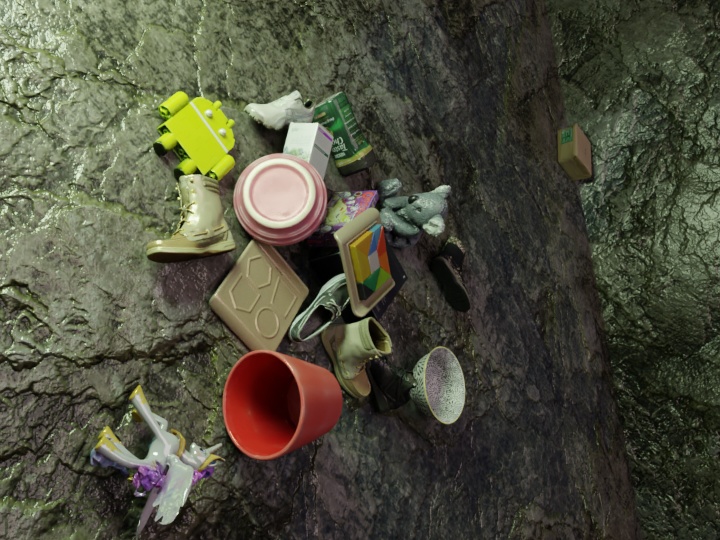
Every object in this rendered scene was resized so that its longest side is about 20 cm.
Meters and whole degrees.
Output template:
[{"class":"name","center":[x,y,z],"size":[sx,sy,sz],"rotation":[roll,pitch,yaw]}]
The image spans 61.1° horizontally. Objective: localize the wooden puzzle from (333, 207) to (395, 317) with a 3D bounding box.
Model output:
[{"class":"wooden puzzle","center":[0.019,-0.022,1.388],"size":[0.185,0.037,0.202],"rotation":[-41,121,-51]}]

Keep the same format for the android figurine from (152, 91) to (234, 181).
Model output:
[{"class":"android figurine","center":[-0.326,-0.271,1.233],"size":[0.183,0.041,0.201],"rotation":[56,44,-23]}]

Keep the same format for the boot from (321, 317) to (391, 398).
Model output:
[{"class":"boot","center":[0.010,0.204,1.405],"size":[0.072,0.154,0.201],"rotation":[-41,111,-48]}]

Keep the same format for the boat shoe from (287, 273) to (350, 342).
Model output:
[{"class":"boat shoe","center":[-0.073,0.089,1.344],"size":[0.200,0.071,0.072],"rotation":[-47,115,-16]}]

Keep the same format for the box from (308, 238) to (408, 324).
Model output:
[{"class":"box","center":[0.000,0.000,1.498],"size":[0.201,0.103,0.182],"rotation":[60,42,-19]}]

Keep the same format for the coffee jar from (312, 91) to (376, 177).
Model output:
[{"class":"coffee jar","center":[-0.044,-0.341,1.552],"size":[0.085,0.104,0.201],"rotation":[-47,115,-44]}]

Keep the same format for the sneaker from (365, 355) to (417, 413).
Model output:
[{"class":"sneaker","center":[0.073,0.243,1.496],"size":[0.076,0.113,0.201],"rotation":[-57,127,-77]}]

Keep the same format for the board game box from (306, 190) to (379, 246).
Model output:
[{"class":"board game box","center":[-0.040,-0.126,1.464],"size":[0.201,0.119,0.033],"rotation":[-64,150,-45]}]

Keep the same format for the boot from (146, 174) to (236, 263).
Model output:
[{"class":"boot","center":[-0.328,-0.100,1.147],"size":[0.199,0.072,0.157],"rotation":[-13,89,-54]}]

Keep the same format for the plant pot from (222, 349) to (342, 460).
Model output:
[{"class":"plant pot","center":[-0.138,0.257,1.193],"size":[0.177,0.199,0.203],"rotation":[14,67,-57]}]

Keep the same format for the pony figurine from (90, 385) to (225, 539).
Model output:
[{"class":"pony figurine","center":[-0.327,0.315,0.979],"size":[0.200,0.166,0.194],"rotation":[41,40,-15]}]

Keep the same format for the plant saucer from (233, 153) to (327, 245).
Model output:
[{"class":"plant saucer","center":[-0.169,-0.155,1.280],"size":[0.051,0.198,0.203],"rotation":[106,-19,-76]}]

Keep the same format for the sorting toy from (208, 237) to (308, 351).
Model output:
[{"class":"sorting toy","center":[-0.210,0.057,1.281],"size":[0.186,0.036,0.201],"rotation":[52,48,-27]}]

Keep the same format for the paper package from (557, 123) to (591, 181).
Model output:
[{"class":"paper package","center":[1.043,-0.574,2.975],"size":[0.190,0.103,0.202],"rotation":[34,55,-40]}]

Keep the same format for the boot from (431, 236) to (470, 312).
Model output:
[{"class":"boot","center":[0.303,0.009,1.897],"size":[0.205,0.073,0.154],"rotation":[58,39,-21]}]

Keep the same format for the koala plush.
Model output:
[{"class":"koala plush","center":[0.156,-0.156,1.664],"size":[0.184,0.199,0.179],"rotation":[41,49,-36]}]

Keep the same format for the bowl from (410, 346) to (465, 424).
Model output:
[{"class":"bowl","center":[0.191,0.311,1.646],"size":[0.200,0.094,0.203],"rotation":[19,65,-47]}]

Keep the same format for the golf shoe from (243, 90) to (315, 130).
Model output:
[{"class":"golf shoe","center":[-0.179,-0.369,1.386],"size":[0.078,0.098,0.199],"rotation":[38,23,25]}]

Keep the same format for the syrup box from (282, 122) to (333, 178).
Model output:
[{"class":"syrup box","center":[-0.131,-0.226,1.377],"size":[0.081,0.078,0.202],"rotation":[31,70,-60]}]
